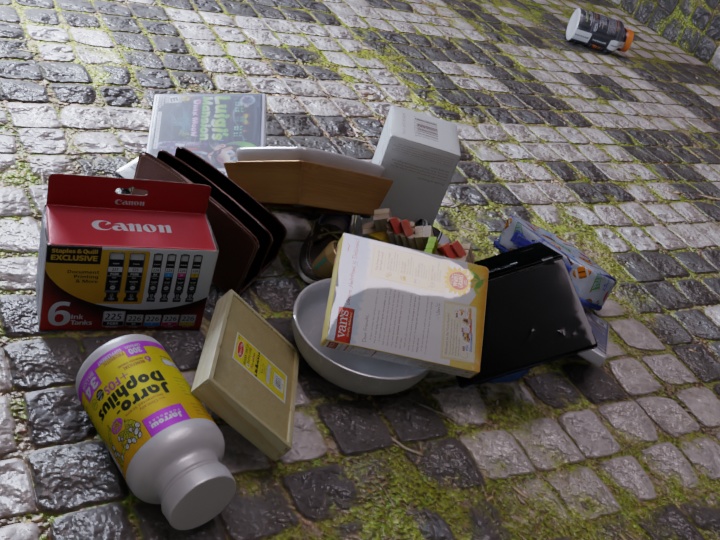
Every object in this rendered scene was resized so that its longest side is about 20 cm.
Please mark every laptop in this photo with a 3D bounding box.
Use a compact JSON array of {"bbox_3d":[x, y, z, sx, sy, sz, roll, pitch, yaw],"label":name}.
[{"bbox_3d":[0.198,0.054,1.154,0.186,0.117,0.200,-17,10,2],"label":"laptop"}]

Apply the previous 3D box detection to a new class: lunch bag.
[{"bbox_3d":[0.314,-0.013,1.365,0.200,0.076,0.160,37,14,29],"label":"lunch bag"}]

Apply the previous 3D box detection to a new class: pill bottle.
[{"bbox_3d":[0.775,-0.766,2.685,0.199,0.107,0.106,15,34,-7],"label":"pill bottle"},{"bbox_3d":[-0.208,0.165,0.857,0.104,0.105,0.200,-12,45,-39],"label":"pill bottle"}]

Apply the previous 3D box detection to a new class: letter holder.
[{"bbox_3d":[-0.203,-0.086,1.131,0.200,0.142,0.101,38,50,5],"label":"letter holder"}]

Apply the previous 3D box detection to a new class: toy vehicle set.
[{"bbox_3d":[-0.125,0.114,0.960,0.124,0.026,0.200,45,17,-20],"label":"toy vehicle set"}]

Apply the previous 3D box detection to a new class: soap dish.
[{"bbox_3d":[-0.074,-0.125,1.201,0.157,0.082,0.199,6,1,39],"label":"soap dish"}]

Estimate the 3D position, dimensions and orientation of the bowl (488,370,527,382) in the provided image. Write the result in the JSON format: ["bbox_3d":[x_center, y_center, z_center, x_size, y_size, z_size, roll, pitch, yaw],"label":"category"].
[{"bbox_3d":[0.170,0.086,1.222,0.199,0.040,0.201,14,34,-9],"label":"bowl"}]

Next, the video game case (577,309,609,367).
[{"bbox_3d":[0.288,0.060,1.277,0.199,0.023,0.182,33,20,9],"label":"video game case"}]

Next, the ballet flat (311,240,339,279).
[{"bbox_3d":[0.000,0.000,1.226,0.200,0.063,0.069,20,40,-52],"label":"ballet flat"}]

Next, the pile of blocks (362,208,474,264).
[{"bbox_3d":[0.067,-0.034,1.153,0.199,0.062,0.082,23,57,36],"label":"pile of blocks"}]

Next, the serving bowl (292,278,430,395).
[{"bbox_3d":[0.001,0.095,1.098,0.199,0.066,0.201,14,34,-10],"label":"serving bowl"}]

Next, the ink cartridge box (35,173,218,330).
[{"bbox_3d":[-0.284,-0.018,1.014,0.199,0.176,0.084,1,38,-25],"label":"ink cartridge box"}]

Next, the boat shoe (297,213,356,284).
[{"bbox_3d":[-0.048,-0.049,1.283,0.071,0.060,0.200,20,33,1],"label":"boat shoe"}]

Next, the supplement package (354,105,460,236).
[{"bbox_3d":[0.073,-0.142,1.349,0.117,0.201,0.117,14,33,-8],"label":"supplement package"}]

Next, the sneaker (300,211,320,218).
[{"bbox_3d":[-0.112,-0.142,1.371,0.199,0.073,0.082,10,35,-14],"label":"sneaker"}]

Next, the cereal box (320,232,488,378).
[{"bbox_3d":[0.058,0.044,1.045,0.199,0.040,0.145,14,68,-9],"label":"cereal box"}]

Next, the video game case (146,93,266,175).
[{"bbox_3d":[-0.238,-0.203,1.294,0.181,0.023,0.201,-1,51,-4],"label":"video game case"}]

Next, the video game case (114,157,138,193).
[{"bbox_3d":[-0.243,-0.148,1.288,0.181,0.036,0.200,36,58,24],"label":"video game case"}]

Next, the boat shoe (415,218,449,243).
[{"bbox_3d":[0.081,-0.024,1.238,0.068,0.074,0.199,46,34,-7],"label":"boat shoe"}]
